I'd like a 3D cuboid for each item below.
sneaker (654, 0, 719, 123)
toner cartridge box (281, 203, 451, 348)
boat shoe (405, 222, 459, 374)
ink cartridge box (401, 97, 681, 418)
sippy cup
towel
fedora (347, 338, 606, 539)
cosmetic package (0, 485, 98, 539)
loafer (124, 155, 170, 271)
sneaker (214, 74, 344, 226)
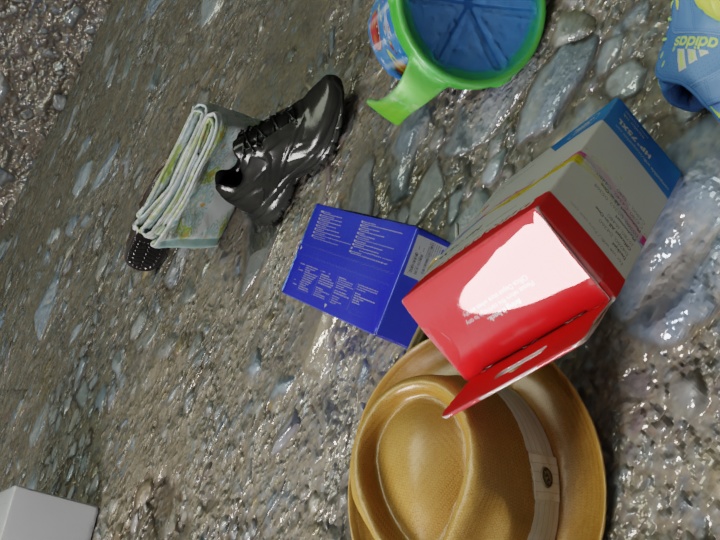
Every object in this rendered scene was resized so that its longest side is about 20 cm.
[{"bbox_3d":[0.209,-0.167,0.606,0.105,0.075,0.202,-49,34,31],"label":"sneaker"},{"bbox_3d":[0.000,0.000,0.877,0.199,0.043,0.096,20,86,62],"label":"toner cartridge box"},{"bbox_3d":[0.072,0.039,0.703,0.073,0.062,0.203,7,76,61],"label":"boat shoe"},{"bbox_3d":[0.104,-0.011,0.580,0.116,0.067,0.200,-38,6,41],"label":"ink cartridge box"},{"bbox_3d":[0.070,-0.216,0.839,0.141,0.176,0.130,69,163,-9],"label":"sippy cup"},{"bbox_3d":[-0.181,-0.108,1.168,0.173,0.048,0.200,-59,-10,9],"label":"towel"},{"bbox_3d":[0.051,0.129,0.597,0.198,0.081,0.204,-12,69,33],"label":"fedora"},{"bbox_3d":[-0.455,0.405,1.286,0.199,0.122,0.203,-28,45,49],"label":"cosmetic package"},{"bbox_3d":[-0.288,-0.096,1.410,0.201,0.072,0.071,-54,32,22],"label":"loafer"},{"bbox_3d":[-0.090,-0.138,1.084,0.201,0.090,0.076,-51,30,25],"label":"sneaker"}]
